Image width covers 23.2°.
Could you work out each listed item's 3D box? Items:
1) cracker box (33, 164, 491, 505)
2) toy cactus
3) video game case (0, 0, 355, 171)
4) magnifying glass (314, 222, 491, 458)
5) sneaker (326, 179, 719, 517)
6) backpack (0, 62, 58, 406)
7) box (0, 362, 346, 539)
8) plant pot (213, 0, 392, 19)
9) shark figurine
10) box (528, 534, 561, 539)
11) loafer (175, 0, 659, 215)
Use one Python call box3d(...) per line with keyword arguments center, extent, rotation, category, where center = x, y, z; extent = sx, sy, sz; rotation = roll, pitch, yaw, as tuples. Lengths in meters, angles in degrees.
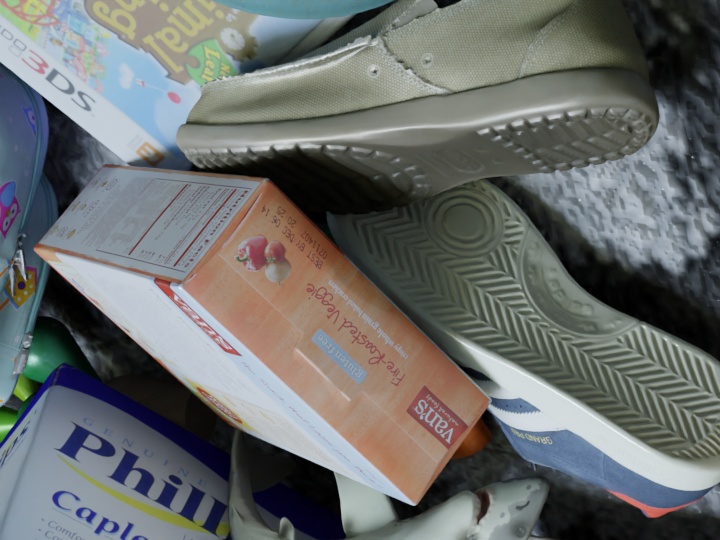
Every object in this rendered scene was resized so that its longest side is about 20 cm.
box3d(center=(-0.048, 0.020, 0.744), extent=(0.134, 0.058, 0.200), rotation=(45, 166, -23), category="cracker box")
box3d(center=(-0.158, 0.081, 0.947), extent=(0.164, 0.102, 0.202), rotation=(-4, 111, 30), category="toy cactus")
box3d(center=(-0.102, -0.133, 0.704), extent=(0.182, 0.022, 0.200), rotation=(39, 141, -14), category="video game case")
box3d(center=(0.000, 0.000, 0.793), extent=(0.079, 0.022, 0.201), rotation=(-17, 110, 45), category="magnifying glass")
box3d(center=(0.064, 0.033, 0.730), extent=(0.200, 0.075, 0.085), rotation=(40, 153, 15), category="sneaker")
box3d(center=(-0.236, -0.028, 0.846), extent=(0.175, 0.153, 0.202), rotation=(20, 97, 32), category="backpack")
box3d(center=(-0.107, 0.168, 0.835), extent=(0.183, 0.200, 0.105), rotation=(31, 113, -14), category="box")
box3d(center=(-0.010, -0.184, 0.527), extent=(0.199, 0.200, 0.188), rotation=(36, 152, 9), category="plant pot")
box3d(center=(-0.008, 0.139, 0.807), extent=(0.214, 0.129, 0.090), rotation=(10, 150, 51), category="shark figurine")
box3d(center=(0.141, 0.168, 0.759), extent=(0.198, 0.069, 0.082), rotation=(5, 156, 36), category="box")
box3d(center=(0.020, -0.069, 0.671), extent=(0.198, 0.069, 0.076), rotation=(-5, 158, 28), category="loafer")
